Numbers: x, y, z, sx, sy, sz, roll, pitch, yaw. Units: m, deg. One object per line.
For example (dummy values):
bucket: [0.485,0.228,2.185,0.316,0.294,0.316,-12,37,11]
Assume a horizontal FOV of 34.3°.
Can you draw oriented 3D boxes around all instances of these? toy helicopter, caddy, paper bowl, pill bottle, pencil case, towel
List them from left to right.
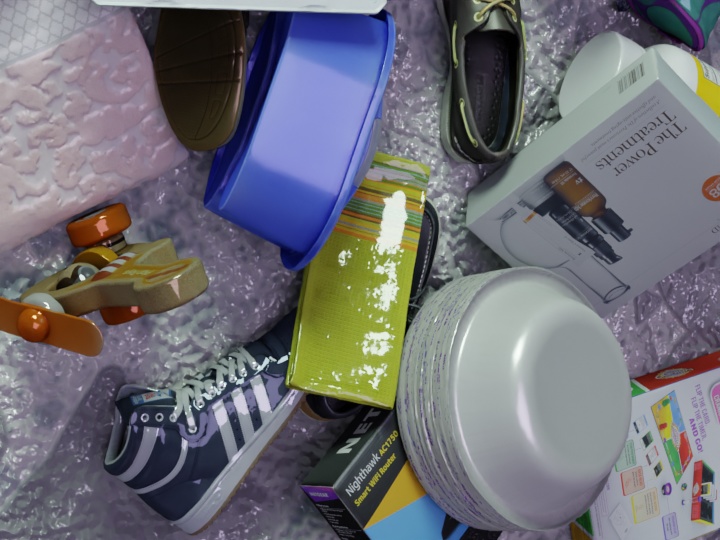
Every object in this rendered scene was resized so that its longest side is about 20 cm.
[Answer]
towel: [-0.233,-0.112,0.795,0.198,0.032,0.193,-27,128,-15]
toy helicopter: [-0.171,0.012,0.777,0.131,0.199,0.080,-29,107,-34]
caddy: [-0.036,-0.102,0.851,0.104,0.141,0.203,20,89,-19]
towel: [0.000,0.000,0.891,0.085,0.018,0.203,11,69,-4]
paper bowl: [0.131,0.098,0.899,0.199,0.104,0.204,9,76,-39]
pill bottle: [0.269,-0.122,0.986,0.198,0.111,0.113,23,87,-21]
pencil case: [0.305,-0.292,0.995,0.084,0.092,0.202,31,86,14]

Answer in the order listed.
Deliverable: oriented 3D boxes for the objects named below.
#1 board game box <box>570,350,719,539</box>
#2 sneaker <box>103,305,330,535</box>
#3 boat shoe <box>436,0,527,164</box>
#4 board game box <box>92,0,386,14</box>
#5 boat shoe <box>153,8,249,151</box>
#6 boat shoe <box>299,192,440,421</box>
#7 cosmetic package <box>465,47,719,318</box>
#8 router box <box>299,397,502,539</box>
board game box: [0.278,0.171,1.060,0.197,0.040,0.155,-14,101,-20]
sneaker: [-0.112,0.091,0.880,0.108,0.070,0.201,36,85,-23]
boat shoe: [0.103,-0.188,0.938,0.071,0.060,0.205,-4,97,-21]
board game box: [-0.080,-0.270,0.753,0.197,0.026,0.203,-2,95,-18]
boat shoe: [-0.108,-0.184,0.835,0.072,0.065,0.203,-5,86,17]
boat shoe: [0.012,0.031,0.928,0.074,0.062,0.202,31,83,-20]
cosmetic package: [0.206,-0.058,0.937,0.150,0.052,0.199,37,125,-22]
router box: [0.061,0.155,0.932,0.150,0.051,0.200,54,55,-18]
